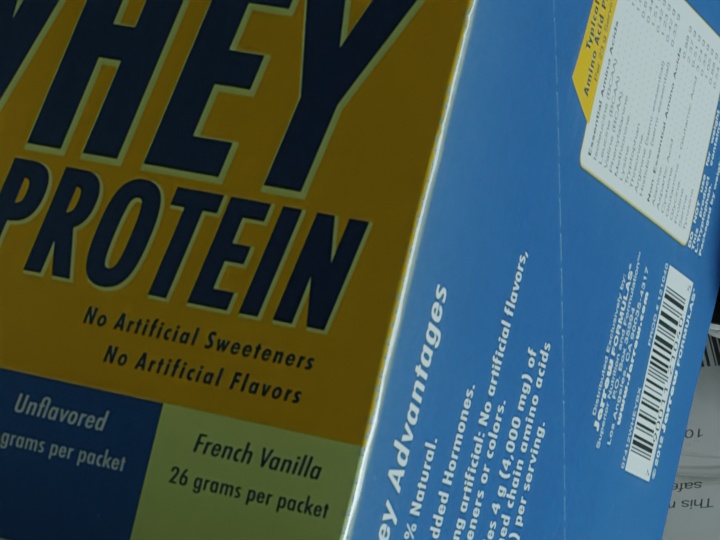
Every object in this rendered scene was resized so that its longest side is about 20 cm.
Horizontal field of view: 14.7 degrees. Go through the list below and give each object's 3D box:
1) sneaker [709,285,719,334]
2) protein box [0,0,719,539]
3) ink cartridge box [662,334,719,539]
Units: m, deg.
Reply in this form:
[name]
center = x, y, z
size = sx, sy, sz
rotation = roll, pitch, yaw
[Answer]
[sneaker]
center = 0.137, -0.002, 0.792
size = 0.084, 0.121, 0.200
rotation = -68, -158, -1
[protein box]
center = -0.009, -0.007, 0.644
size = 0.200, 0.135, 0.199
rotation = 27, 75, -65
[ink cartridge box]
center = 0.057, 0.083, 0.830
size = 0.200, 0.145, 0.084
rotation = -94, 177, -56
